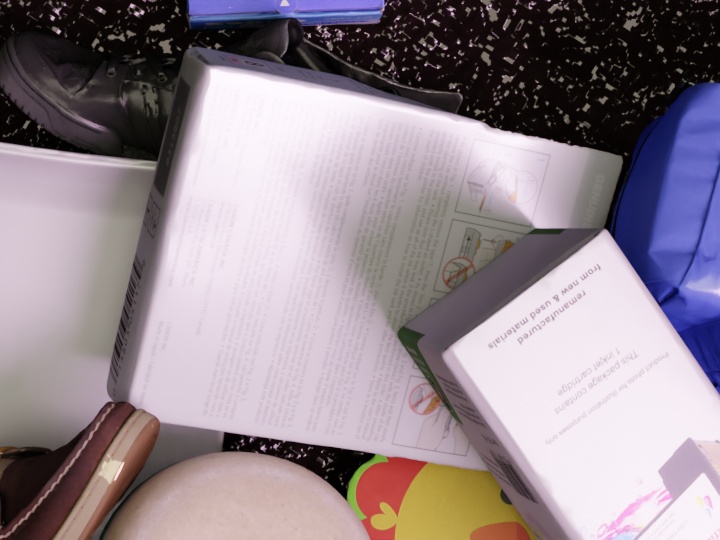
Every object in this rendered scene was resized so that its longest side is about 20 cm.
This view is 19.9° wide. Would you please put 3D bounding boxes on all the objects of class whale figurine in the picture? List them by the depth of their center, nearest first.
[{"bbox_3d":[-0.063,0.183,0.911,0.158,0.104,0.202,7,78,-18],"label":"whale figurine"}]

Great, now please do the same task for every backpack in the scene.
[{"bbox_3d":[0.193,-0.009,0.911,0.167,0.200,0.164,23,81,0],"label":"backpack"}]

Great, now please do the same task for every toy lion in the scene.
[{"bbox_3d":[0.080,0.158,0.962,0.190,0.069,0.202,5,76,1],"label":"toy lion"}]

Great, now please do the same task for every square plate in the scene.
[{"bbox_3d":[-0.156,0.036,0.949,0.196,0.028,0.202,7,107,-6],"label":"square plate"}]

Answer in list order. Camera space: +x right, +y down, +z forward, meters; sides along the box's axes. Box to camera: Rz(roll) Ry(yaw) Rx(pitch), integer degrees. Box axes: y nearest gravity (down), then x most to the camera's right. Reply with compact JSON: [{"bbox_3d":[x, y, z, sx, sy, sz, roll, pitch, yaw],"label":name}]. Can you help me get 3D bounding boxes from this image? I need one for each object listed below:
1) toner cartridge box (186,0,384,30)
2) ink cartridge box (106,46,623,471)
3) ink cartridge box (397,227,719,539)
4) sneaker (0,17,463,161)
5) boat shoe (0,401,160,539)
[{"bbox_3d":[-0.040,-0.217,0.968,0.094,0.043,0.202,-2,91,-3],"label":"toner cartridge box"},{"bbox_3d":[0.000,0.000,0.920,0.198,0.057,0.164,9,105,-23],"label":"ink cartridge box"},{"bbox_3d":[0.110,0.086,0.846,0.084,0.145,0.201,-35,94,-4],"label":"ink cartridge box"},{"bbox_3d":[-0.061,-0.083,0.945,0.199,0.060,0.105,30,116,-10],"label":"sneaker"},{"bbox_3d":[-0.163,0.114,0.912,0.072,0.072,0.200,41,128,-4],"label":"boat shoe"}]
